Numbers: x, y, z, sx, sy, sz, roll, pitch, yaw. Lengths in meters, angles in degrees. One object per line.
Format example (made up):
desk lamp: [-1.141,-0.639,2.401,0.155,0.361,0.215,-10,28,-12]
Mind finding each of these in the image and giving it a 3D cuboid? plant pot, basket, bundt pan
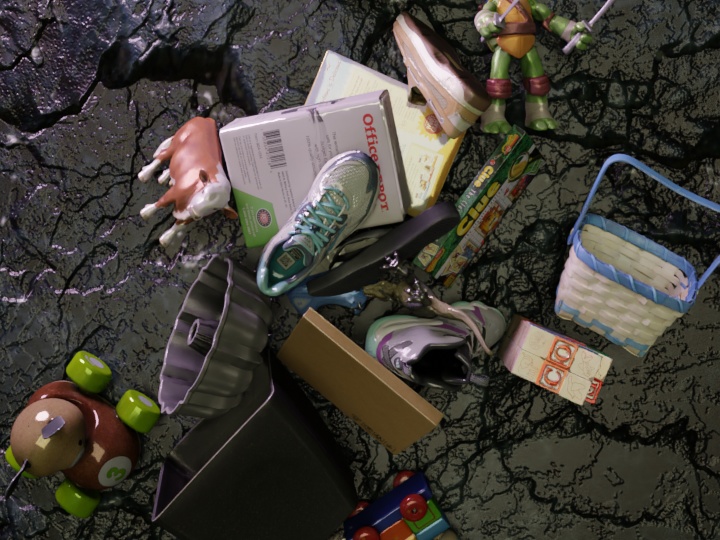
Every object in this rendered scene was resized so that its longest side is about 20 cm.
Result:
plant pot: [-0.113,0.246,1.293,0.177,0.200,0.200,44,93,-13]
basket: [0.323,-0.019,1.269,0.175,0.139,0.201,29,123,1]
bundt pan: [-0.167,0.085,1.287,0.075,0.202,0.204,21,93,-22]

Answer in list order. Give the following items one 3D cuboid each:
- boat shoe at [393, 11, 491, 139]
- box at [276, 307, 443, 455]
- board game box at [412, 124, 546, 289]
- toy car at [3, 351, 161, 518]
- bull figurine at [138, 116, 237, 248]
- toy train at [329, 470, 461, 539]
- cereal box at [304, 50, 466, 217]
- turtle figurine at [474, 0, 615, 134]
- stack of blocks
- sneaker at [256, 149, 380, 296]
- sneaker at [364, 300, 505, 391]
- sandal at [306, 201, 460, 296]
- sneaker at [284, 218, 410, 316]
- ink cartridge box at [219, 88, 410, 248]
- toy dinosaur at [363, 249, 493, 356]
boat shoe: [0.078,-0.231,1.283,0.071,0.201,0.076,18,121,-37]
box: [-0.005,0.136,1.294,0.199,0.164,0.021,40,64,1]
board game box: [0.146,-0.073,1.305,0.023,0.105,0.201,38,94,29]
toy car: [-0.353,0.209,1.288,0.157,0.200,0.165,37,93,1]
bull figurine: [-0.203,-0.103,1.282,0.121,0.201,0.065,-32,127,18]
toy train: [0.024,0.351,1.342,0.199,0.085,0.116,-35,104,4]
cereal box: [0.021,-0.165,1.337,0.198,0.040,0.146,25,95,2]
turtle figurine: [0.201,-0.259,1.263,0.198,0.143,0.197,10,110,35]
stack of blocks: [0.229,0.105,1.258,0.114,0.200,0.059,23,92,3]
sneaker: [-0.047,-0.044,1.215,0.077,0.086,0.201,36,111,-5]
sneaker: [0.118,0.098,1.264,0.197,0.139,0.079,-11,114,-29]
sandal: [0.024,-0.027,1.256,0.198,0.076,0.043,-30,73,10]
sneaker: [0.000,0.000,1.336,0.198,0.079,0.090,-23,105,7]
ink cartridge box: [-0.050,-0.121,1.282,0.197,0.084,0.148,-9,105,12]
toy dinosaur: [0.066,0.030,1.214,0.048,0.199,0.088,-52,133,-10]
